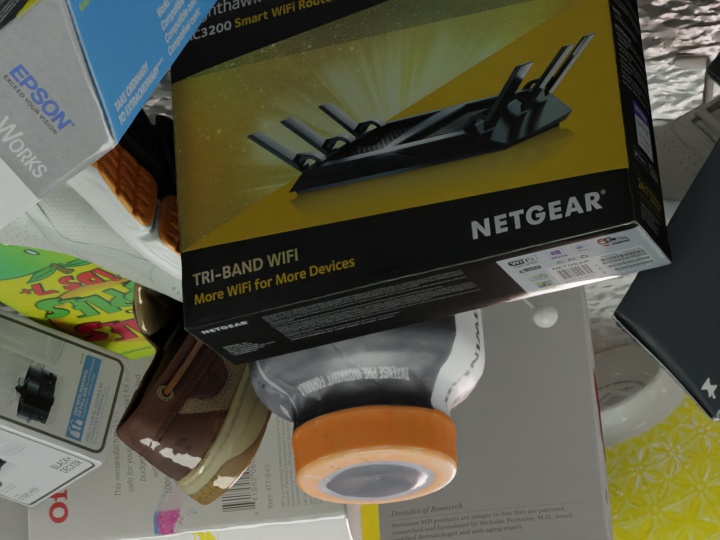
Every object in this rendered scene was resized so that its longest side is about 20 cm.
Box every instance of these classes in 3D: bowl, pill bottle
[{"bbox_3d":[0.158,0.109,1.594,0.199,0.200,0.108,-15,113,22],"label":"bowl"},{"bbox_3d":[0.000,0.000,1.224,0.106,0.201,0.106,-4,157,-2],"label":"pill bottle"}]

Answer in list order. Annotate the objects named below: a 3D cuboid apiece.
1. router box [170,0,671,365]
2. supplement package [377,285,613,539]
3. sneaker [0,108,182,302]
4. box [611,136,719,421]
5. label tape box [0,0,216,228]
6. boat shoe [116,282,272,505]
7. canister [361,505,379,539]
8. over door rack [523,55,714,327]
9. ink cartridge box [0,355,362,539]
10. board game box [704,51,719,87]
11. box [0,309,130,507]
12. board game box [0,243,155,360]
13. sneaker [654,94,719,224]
[{"bbox_3d":[0.021,-0.060,1.145,0.199,0.158,0.052,-14,155,19],"label":"router box"},{"bbox_3d":[0.071,0.106,1.465,0.119,0.201,0.121,-6,148,5],"label":"supplement package"},{"bbox_3d":[-0.141,-0.038,1.220,0.200,0.076,0.092,35,128,-24],"label":"sneaker"},{"bbox_3d":[0.215,-0.033,1.117,0.141,0.079,0.200,9,118,-45],"label":"box"},{"bbox_3d":[-0.112,-0.083,1.033,0.200,0.144,0.063,-34,105,29],"label":"label tape box"},{"bbox_3d":[-0.071,0.015,1.285,0.072,0.200,0.072,30,137,-16],"label":"boat shoe"},{"bbox_3d":[-0.016,0.191,1.733,0.086,0.149,0.200,3,153,-16],"label":"canister"},{"bbox_3d":[0.095,-0.030,1.343,0.199,0.067,0.148,-12,156,16],"label":"over door rack"},{"bbox_3d":[-0.104,0.107,1.543,0.199,0.129,0.125,-5,157,3],"label":"ink cartridge box"},{"bbox_3d":[0.248,-0.101,1.166,0.200,0.028,0.135,21,110,-45],"label":"board game box"},{"bbox_3d":[-0.232,0.051,1.401,0.199,0.060,0.117,21,155,-19],"label":"box"},{"bbox_3d":[-0.132,-0.014,1.359,0.101,0.048,0.200,-15,155,21],"label":"board game box"},{"bbox_3d":[0.185,-0.072,1.222,0.199,0.075,0.100,-20,133,-23],"label":"sneaker"}]
